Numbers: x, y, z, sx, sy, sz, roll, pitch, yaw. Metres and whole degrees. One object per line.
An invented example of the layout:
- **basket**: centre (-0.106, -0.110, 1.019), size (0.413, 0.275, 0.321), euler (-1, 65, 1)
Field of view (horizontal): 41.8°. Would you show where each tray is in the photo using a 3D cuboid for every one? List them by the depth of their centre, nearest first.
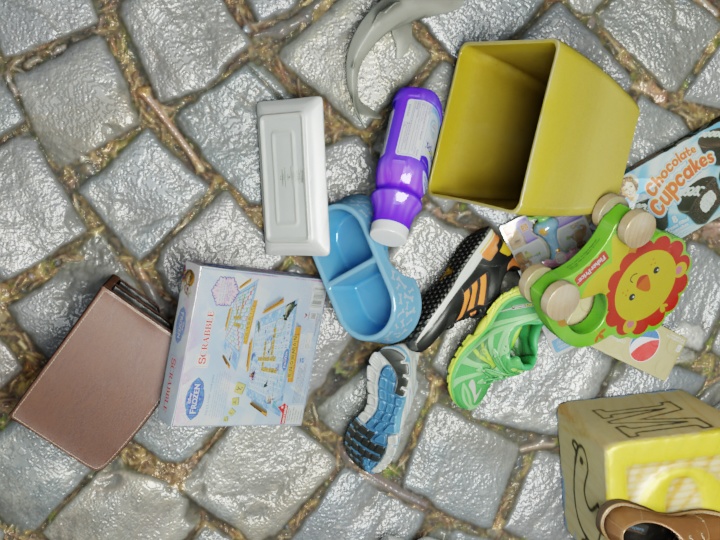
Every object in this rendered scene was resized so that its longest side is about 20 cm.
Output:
- **tray**: centre (-0.091, -0.118, 1.204), size (0.107, 0.022, 0.201), euler (1, 98, 33)

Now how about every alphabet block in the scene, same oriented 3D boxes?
- **alphabet block**: centre (0.384, 0.279, 1.238), size (0.195, 0.200, 0.196), euler (-7, 97, -5)

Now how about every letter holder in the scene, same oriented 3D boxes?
- **letter holder**: centre (-0.321, 0.132, 1.203), size (0.142, 0.101, 0.200), euler (36, 92, -10)

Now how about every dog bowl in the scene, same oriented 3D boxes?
- **dog bowl**: centre (0.000, 0.000, 1.201), size (0.111, 0.049, 0.201), euler (-28, 79, 33)

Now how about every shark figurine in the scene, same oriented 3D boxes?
- **shark figurine**: centre (0.025, -0.298, 1.196), size (0.128, 0.089, 0.215), euler (36, 90, -7)

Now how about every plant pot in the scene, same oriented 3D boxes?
- **plant pot**: centre (0.227, -0.164, 1.176), size (0.176, 0.200, 0.201), euler (10, 96, -29)

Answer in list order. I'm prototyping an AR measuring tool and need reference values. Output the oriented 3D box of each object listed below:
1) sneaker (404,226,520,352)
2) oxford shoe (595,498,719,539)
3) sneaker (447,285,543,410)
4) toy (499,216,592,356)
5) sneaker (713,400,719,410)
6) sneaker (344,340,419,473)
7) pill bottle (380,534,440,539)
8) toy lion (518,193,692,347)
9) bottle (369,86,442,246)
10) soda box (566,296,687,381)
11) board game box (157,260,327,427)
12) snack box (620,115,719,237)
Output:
- **sneaker**: centre (0.140, 0.040, 1.232), size (0.090, 0.070, 0.200), euler (41, 69, -14)
- **oxford shoe**: centre (0.382, 0.320, 1.108), size (0.199, 0.071, 0.072), euler (9, 94, -8)
- **sneaker**: centre (0.180, 0.113, 1.232), size (0.074, 0.084, 0.201), euler (0, 128, -41)
- **toy**: centre (0.280, 0.008, 1.274), size (0.115, 0.047, 0.201), euler (-25, 98, -1)
- **sneaker**: centre (0.552, 0.182, 1.288), size (0.074, 0.116, 0.200), euler (38, 90, -7)
- **sneaker**: centre (0.041, 0.181, 1.260), size (0.075, 0.087, 0.201), euler (27, 117, 19)
- **pill bottle**: centre (0.116, 0.426, 1.272), size (0.199, 0.112, 0.113), euler (20, 94, -9)
- **toy lion**: centre (0.313, 0.019, 1.156), size (0.200, 0.069, 0.192), euler (-42, 126, -4)
- **bottle**: centre (0.055, -0.129, 1.183), size (0.065, 0.084, 0.201), euler (8, 67, 12)
- **soda box**: centre (0.333, 0.076, 1.248), size (0.199, 0.064, 0.068), euler (24, 96, -28)
- **board game box**: centre (-0.145, 0.096, 1.194), size (0.199, 0.041, 0.201), euler (8, 96, -41)
- **snack box**: centre (0.441, -0.116, 1.281), size (0.199, 0.037, 0.117), euler (-30, 98, -2)
